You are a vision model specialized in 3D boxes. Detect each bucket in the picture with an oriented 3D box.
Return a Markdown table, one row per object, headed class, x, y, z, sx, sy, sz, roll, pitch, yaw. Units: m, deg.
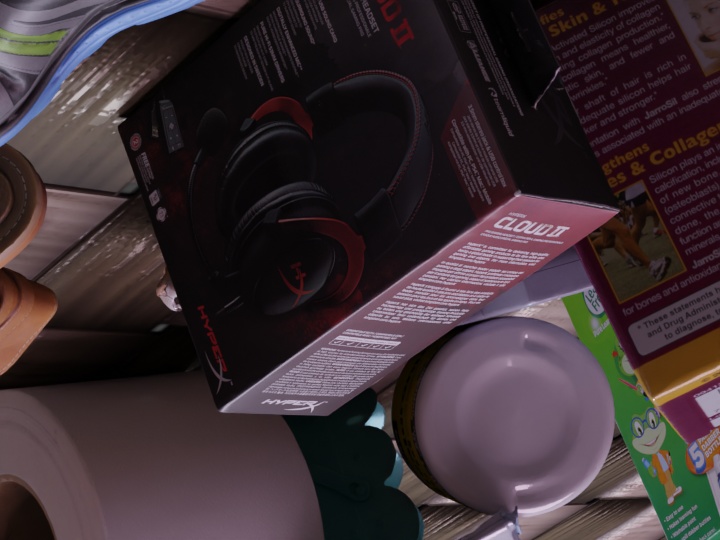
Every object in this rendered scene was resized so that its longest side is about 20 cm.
| class | x | y | z | sx | sy | sz | roll | pitch | yaw |
| --- | --- | --- | --- | --- | --- | --- | --- | --- | --- |
| bucket | -0.024 | 0.176 | 1.275 | 0.135 | 0.208 | 0.207 | -20 | 158 | -1 |

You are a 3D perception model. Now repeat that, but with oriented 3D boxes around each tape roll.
| class | x | y | z | sx | sy | sz | roll | pitch | yaw |
| --- | --- | --- | --- | --- | --- | --- | --- | --- | --- |
| tape roll | -0.132 | 0.160 | 1.126 | 0.139 | 0.203 | 0.203 | -3 | 151 | -38 |

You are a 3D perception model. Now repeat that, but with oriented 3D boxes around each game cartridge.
| class | x | y | z | sx | sy | sz | roll | pitch | yaw |
| --- | --- | --- | --- | --- | --- | --- | --- | --- | --- |
| game cartridge | 0.100 | 0.001 | 1.119 | 0.133 | 0.041 | 0.200 | -19 | 179 | -16 |

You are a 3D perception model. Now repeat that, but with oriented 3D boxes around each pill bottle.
| class | x | y | z | sx | sy | sz | roll | pitch | yaw |
| --- | --- | --- | --- | --- | --- | --- | --- | --- | --- |
| pill bottle | 0.076 | 0.085 | 1.179 | 0.111 | 0.112 | 0.200 | -20 | 178 | -6 |

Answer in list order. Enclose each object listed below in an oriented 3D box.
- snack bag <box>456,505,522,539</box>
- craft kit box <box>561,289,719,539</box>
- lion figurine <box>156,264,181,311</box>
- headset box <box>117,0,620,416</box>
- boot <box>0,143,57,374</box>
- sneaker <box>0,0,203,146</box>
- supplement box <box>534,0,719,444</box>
| class | x | y | z | sx | sy | sz | roll | pitch | yaw |
| --- | --- | --- | --- | --- | --- | --- | --- | --- | --- |
| snack bag | 0.021 | 0.216 | 1.130 | 0.200 | 0.021 | 0.189 | -32 | 153 | -1 |
| craft kit box | 0.212 | 0.045 | 1.189 | 0.048 | 0.198 | 0.200 | -6 | 153 | -27 |
| lion figurine | -0.012 | -0.032 | 0.958 | 0.200 | 0.123 | 0.072 | -51 | 153 | 22 |
| headset box | 0.005 | -0.050 | 0.843 | 0.200 | 0.149 | 0.075 | -36 | 154 | 33 |
| boot | -0.182 | 0.010 | 0.896 | 0.200 | 0.077 | 0.155 | -29 | 155 | 24 |
| sneaker | -0.123 | -0.105 | 0.721 | 0.199 | 0.071 | 0.083 | -31 | 142 | 19 |
| supplement box | 0.159 | -0.041 | 0.936 | 0.131 | 0.200 | 0.103 | -26 | 158 | 10 |
